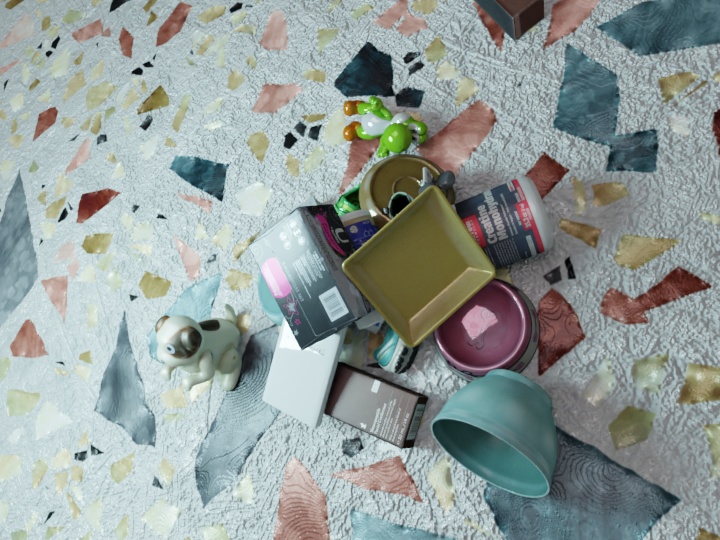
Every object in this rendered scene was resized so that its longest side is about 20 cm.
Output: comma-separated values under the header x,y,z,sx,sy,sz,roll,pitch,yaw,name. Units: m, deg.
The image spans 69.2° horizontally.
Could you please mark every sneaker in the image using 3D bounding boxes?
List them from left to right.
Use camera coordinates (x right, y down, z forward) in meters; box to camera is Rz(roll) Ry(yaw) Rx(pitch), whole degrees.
x,y,z,sx,sy,sz,roll,pitch,yaw,name
-0.044,-0.111,1.082,0.074,0.084,0.201,31,64,9,sneaker
0.086,0.097,1.010,0.079,0.077,0.201,25,86,36,sneaker
0.091,-0.042,0.937,0.073,0.118,0.203,-18,75,12,sneaker

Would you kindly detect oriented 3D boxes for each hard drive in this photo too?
x,y,z,sx,sy,sz,roll,pitch,yaw,name
-0.108,0.178,0.994,0.131,0.027,0.202,19,98,26,hard drive

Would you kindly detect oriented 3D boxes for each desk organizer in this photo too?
x,y,z,sx,sy,sz,roll,pitch,yaw,name
0.302,-0.596,1.118,0.077,0.072,0.201,-34,65,8,desk organizer

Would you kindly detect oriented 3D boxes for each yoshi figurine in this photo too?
x,y,z,sx,sy,sz,roll,pitch,yaw,name
0.044,-0.304,1.117,0.199,0.112,0.113,21,84,30,yoshi figurine

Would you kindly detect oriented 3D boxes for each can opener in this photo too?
x,y,z,sx,sy,sz,roll,pitch,yaw,name
0.138,-0.141,0.961,0.066,0.053,0.201,-27,26,26,can opener

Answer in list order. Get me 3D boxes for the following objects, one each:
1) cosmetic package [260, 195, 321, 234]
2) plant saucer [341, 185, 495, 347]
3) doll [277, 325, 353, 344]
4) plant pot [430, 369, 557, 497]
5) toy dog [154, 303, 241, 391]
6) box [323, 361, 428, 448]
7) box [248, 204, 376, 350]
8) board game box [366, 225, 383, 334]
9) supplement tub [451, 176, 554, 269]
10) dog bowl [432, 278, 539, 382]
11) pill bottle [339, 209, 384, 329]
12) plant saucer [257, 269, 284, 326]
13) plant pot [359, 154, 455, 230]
x,y,z,sx,sy,sz,roll,pitch,yaw,name
-0.119,-0.040,1.147,0.150,0.052,0.201,-31,66,9,cosmetic package
0.095,-0.007,0.868,0.200,0.200,0.048,-41,21,-1,plant saucer
-0.103,0.122,1.063,0.199,0.048,0.138,-6,96,43,doll
0.233,0.249,0.851,0.199,0.201,0.135,22,57,27,plant pot
-0.340,0.159,1.099,0.139,0.200,0.195,30,88,26,toy dog
0.018,0.251,0.993,0.198,0.075,0.101,15,83,28,box
-0.071,0.006,0.884,0.132,0.114,0.201,-31,85,28,box
0.027,0.010,1.054,0.125,0.035,0.201,29,87,4,board game box
0.236,-0.072,0.954,0.198,0.140,0.142,-22,68,16,supplement tub
0.220,0.103,0.949,0.198,0.074,0.203,-6,73,21,dog bowl
0.000,0.000,0.978,0.119,0.120,0.202,-23,86,15,pill bottle
-0.159,0.014,1.079,0.199,0.027,0.203,-13,72,45,plant saucer
0.096,-0.157,1.058,0.197,0.028,0.202,0,67,-1,plant pot
